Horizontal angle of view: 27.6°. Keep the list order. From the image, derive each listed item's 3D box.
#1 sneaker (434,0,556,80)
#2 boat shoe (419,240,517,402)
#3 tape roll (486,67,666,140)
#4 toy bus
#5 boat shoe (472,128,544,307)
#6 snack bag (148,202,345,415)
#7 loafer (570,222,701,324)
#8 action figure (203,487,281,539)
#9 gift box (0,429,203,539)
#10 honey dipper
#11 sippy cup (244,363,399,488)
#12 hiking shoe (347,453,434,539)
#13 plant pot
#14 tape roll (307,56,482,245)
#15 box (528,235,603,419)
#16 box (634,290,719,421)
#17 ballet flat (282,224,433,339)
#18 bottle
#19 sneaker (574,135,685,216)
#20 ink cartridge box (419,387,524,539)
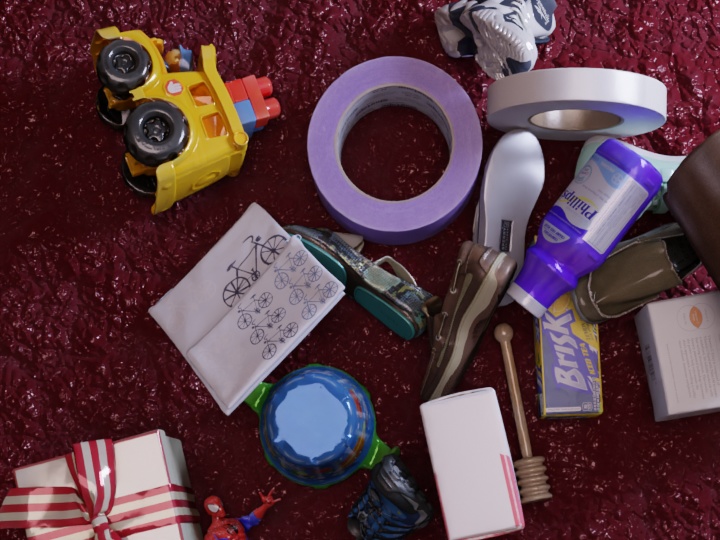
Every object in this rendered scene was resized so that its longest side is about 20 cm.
[{"bbox_3d":[0.179,-0.277,1.649,0.128,0.199,0.080,-25,109,-13],"label":"sneaker"},{"bbox_3d":[0.102,0.055,1.614,0.074,0.075,0.204,30,116,11],"label":"boat shoe"},{"bbox_3d":[0.237,-0.181,1.612,0.200,0.203,0.038,1,83,2],"label":"tape roll"},{"bbox_3d":[-0.197,-0.193,1.672,0.190,0.136,0.202,-22,78,-15],"label":"toy bus"},{"bbox_3d":[0.161,-0.058,1.663,0.071,0.066,0.203,6,87,-15],"label":"boat shoe"},{"bbox_3d":[-0.130,0.032,1.620,0.189,0.021,0.200,-46,50,2],"label":"snack bag"},{"bbox_3d":[0.312,-0.006,1.609,0.199,0.069,0.076,-30,96,-29],"label":"loafer"},{"bbox_3d":[-0.103,0.323,1.596,0.065,0.099,0.201,-25,76,-44],"label":"action figure"},{"bbox_3d":[-0.273,0.282,1.562,0.198,0.187,0.187,-20,80,-2],"label":"gift box"},{"bbox_3d":[0.179,0.158,1.646,0.037,0.038,0.203,-10,76,0],"label":"honey dipper"},{"bbox_3d":[-0.050,0.166,1.601,0.175,0.130,0.142,-10,80,1],"label":"sippy cup"},{"bbox_3d":[0.027,0.256,1.548,0.086,0.200,0.075,-33,67,-7],"label":"hiking shoe"},{"bbox_3d":[0.426,-0.042,1.507,0.199,0.201,0.199,-32,65,-3],"label":"plant pot"},{"bbox_3d":[0.039,-0.135,1.670,0.197,0.085,0.203,0,80,1],"label":"tape roll"},{"bbox_3d":[0.230,0.063,1.642,0.069,0.064,0.203,-2,81,2],"label":"box"},{"bbox_3d":[0.416,0.086,1.615,0.197,0.098,0.126,-9,80,1],"label":"box"},{"bbox_3d":[0.000,0.000,1.667,0.199,0.074,0.075,37,84,5],"label":"ballet flat"},{"bbox_3d":[0.233,-0.042,1.560,0.065,0.084,0.201,35,96,-36],"label":"bottle"},{"bbox_3d":[0.330,-0.072,1.636,0.198,0.074,0.119,15,52,13],"label":"sneaker"},{"bbox_3d":[0.120,0.208,1.554,0.084,0.200,0.148,-13,80,5],"label":"ink cartridge box"}]
